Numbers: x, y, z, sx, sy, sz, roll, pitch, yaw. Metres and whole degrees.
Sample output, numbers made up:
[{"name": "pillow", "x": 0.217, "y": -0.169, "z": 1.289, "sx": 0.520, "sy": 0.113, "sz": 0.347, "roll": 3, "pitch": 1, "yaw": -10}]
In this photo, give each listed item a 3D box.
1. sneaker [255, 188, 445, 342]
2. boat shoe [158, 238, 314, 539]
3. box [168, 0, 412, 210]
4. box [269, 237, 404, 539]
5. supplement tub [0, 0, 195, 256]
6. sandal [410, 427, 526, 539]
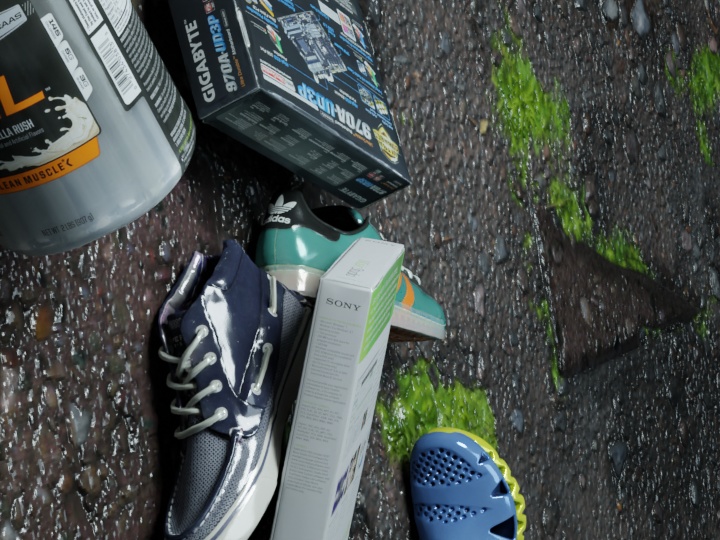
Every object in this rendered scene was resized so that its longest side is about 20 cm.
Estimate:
[{"name": "sneaker", "x": 0.000, "y": 0.000, "z": 1.301, "sx": 0.200, "sy": 0.071, "sz": 0.081, "roll": 24, "pitch": 67, "yaw": -56}, {"name": "boat shoe", "x": -0.091, "y": 0.075, "z": 1.131, "sx": 0.093, "sy": 0.074, "sz": 0.201, "roll": 45, "pitch": 43, "yaw": -28}, {"name": "box", "x": -0.049, "y": -0.141, "z": 1.228, "sx": 0.200, "sy": 0.046, "sz": 0.160, "roll": 26, "pitch": 43, "yaw": -58}, {"name": "box", "x": -0.016, "y": 0.089, "z": 1.175, "sx": 0.144, "sy": 0.036, "sz": 0.202, "roll": -49, "pitch": 152, "yaw": -77}, {"name": "supplement tub", "x": -0.173, "y": -0.118, "z": 0.955, "sx": 0.201, "sy": 0.122, "sz": 0.123, "roll": 63, "pitch": 34, "yaw": -31}, {"name": "sandal", "x": 0.075, "y": 0.211, "z": 1.387, "sx": 0.087, "sy": 0.079, "sz": 0.201, "roll": -29, "pitch": 107, "yaw": -57}]
